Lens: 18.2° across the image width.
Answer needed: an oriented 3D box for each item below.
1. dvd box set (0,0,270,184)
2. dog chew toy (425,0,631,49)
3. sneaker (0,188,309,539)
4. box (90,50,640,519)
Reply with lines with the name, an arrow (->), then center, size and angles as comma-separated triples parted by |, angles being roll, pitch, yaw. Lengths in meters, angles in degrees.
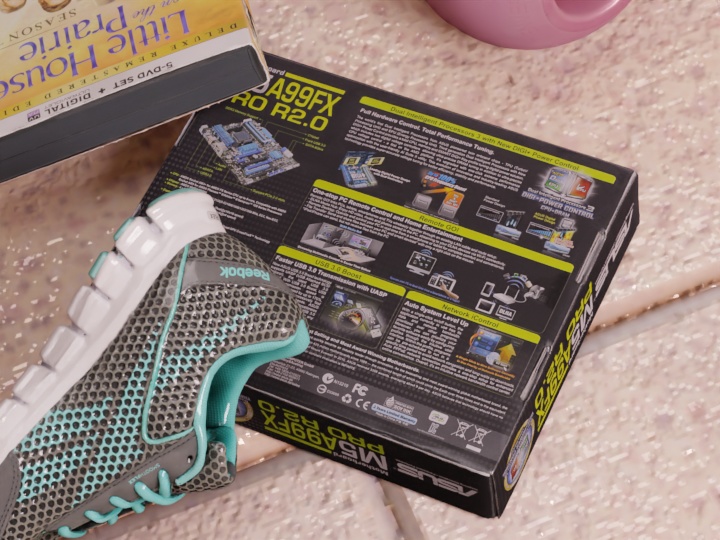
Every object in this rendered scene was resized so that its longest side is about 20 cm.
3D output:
dvd box set -> -0.131, -0.137, 1.052 | 0.146, 0.029, 0.201 | -20, 48, 5
dog chew toy -> 0.050, -0.190, 1.042 | 0.124, 0.125, 0.200 | -34, 52, -14
sneaker -> -0.095, 0.069, 0.897 | 0.091, 0.078, 0.200 | 35, 95, 14
box -> 0.000, 0.000, 0.970 | 0.199, 0.044, 0.161 | 19, 62, 18
